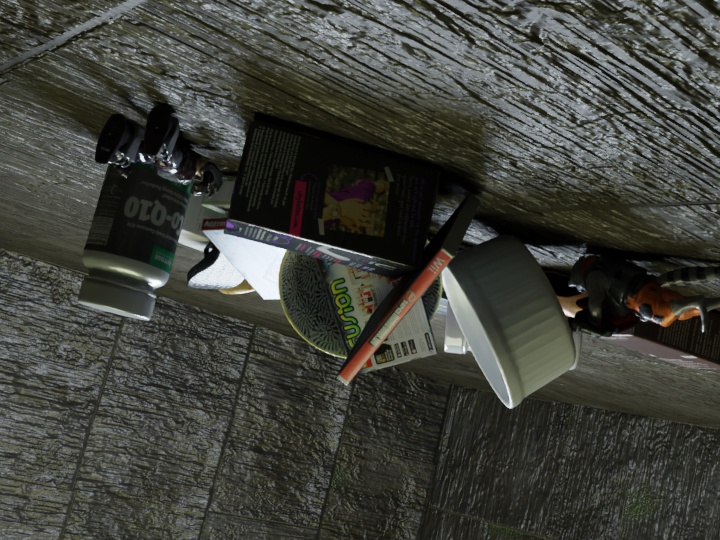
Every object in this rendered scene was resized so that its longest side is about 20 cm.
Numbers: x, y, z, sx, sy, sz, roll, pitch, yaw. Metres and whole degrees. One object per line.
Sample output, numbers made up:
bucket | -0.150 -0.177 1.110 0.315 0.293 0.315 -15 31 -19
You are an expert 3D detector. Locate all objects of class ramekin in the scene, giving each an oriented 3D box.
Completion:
ramekin | 0.178 0.055 1.168 0.097 0.202 0.201 -25 171 -3

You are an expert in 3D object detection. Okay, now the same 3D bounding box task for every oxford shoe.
oxford shoe | 0.248 0.026 1.349 0.199 0.071 0.072 7 137 41

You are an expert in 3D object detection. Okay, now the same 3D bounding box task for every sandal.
sandal | -0.187 -0.022 1.357 0.075 0.043 0.200 9 152 -28

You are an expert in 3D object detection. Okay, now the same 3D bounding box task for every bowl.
bowl | 0.000 0.000 1.201 0.199 0.203 0.094 15 -157 -7

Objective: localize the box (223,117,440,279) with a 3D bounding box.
box | -0.033 -0.069 0.998 0.198 0.107 0.122 15 173 -9

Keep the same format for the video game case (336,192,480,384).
video game case | 0.051 0.019 1.022 0.017 0.200 0.143 36 -149 -2

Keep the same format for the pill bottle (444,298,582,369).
pill bottle | 0.227 0.084 1.447 0.198 0.116 0.114 5 170 6

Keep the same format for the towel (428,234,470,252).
towel | 0.121 -0.014 1.382 0.145 0.022 0.200 15 171 -9

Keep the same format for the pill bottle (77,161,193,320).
pill bottle | -0.289 -0.045 1.237 0.112 0.202 0.113 13 171 2

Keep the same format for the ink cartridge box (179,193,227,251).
ink cartridge box | -0.237 -0.074 1.406 0.199 0.069 0.115 21 167 -41

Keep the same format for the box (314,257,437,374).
box | 0.014 0.019 1.139 0.109 0.202 0.035 -14 -157 5

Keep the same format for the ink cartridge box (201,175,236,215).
ink cartridge box | -0.084 -0.078 1.225 0.199 0.048 0.145 8 170 43

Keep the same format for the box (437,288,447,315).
box | 0.154 0.043 1.581 0.198 0.052 0.158 17 169 -15

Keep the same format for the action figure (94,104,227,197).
action figure | -0.223 -0.126 1.079 0.129 0.070 0.200 7 173 8

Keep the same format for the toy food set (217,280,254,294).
toy food set | -0.132 -0.003 1.543 0.196 0.049 0.200 -5 -173 -4

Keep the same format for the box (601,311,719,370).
box | 0.427 0.082 1.341 0.198 0.076 0.100 19 170 -22

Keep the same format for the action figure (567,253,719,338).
action figure | 0.340 0.020 1.139 0.192 0.106 0.199 15 -159 35

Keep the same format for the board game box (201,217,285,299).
board game box | -0.122 -0.014 1.282 0.102 0.020 0.200 0 152 20
